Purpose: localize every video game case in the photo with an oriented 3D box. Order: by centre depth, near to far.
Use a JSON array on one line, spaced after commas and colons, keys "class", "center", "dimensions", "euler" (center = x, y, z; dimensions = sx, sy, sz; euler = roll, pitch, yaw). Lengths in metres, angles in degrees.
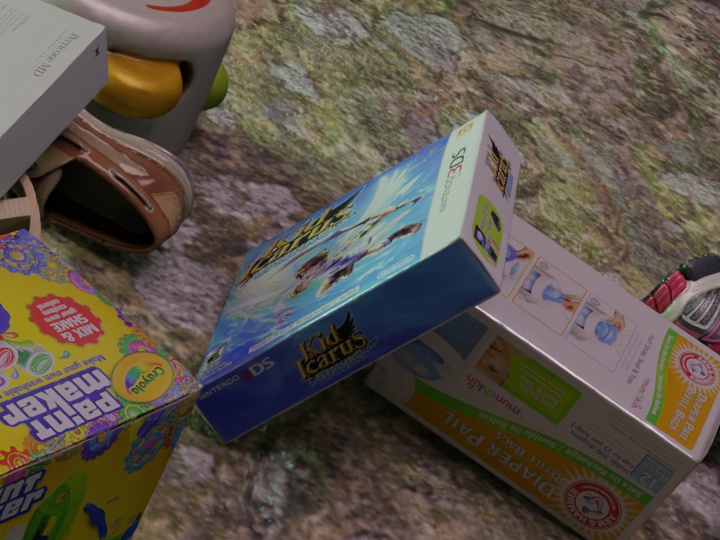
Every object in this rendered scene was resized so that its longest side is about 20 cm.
[{"class": "video game case", "center": [0.000, 0.000, 1.130], "dimensions": [0.046, 0.199, 0.182], "euler": [53, 23, -17]}]

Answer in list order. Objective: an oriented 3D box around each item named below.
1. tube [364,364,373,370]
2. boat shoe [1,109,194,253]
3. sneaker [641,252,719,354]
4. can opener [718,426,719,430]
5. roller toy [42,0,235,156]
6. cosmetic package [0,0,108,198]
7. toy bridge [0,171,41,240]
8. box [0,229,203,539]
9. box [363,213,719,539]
[{"class": "tube", "center": [0.030, 0.012, 1.291], "dimensions": [0.058, 0.052, 0.201], "euler": [-13, 39, 8]}, {"class": "boat shoe", "center": [-0.204, -0.070, 1.191], "dimensions": [0.199, 0.076, 0.072], "euler": [21, 35, -4]}, {"class": "sneaker", "center": [0.301, 0.027, 1.480], "dimensions": [0.199, 0.081, 0.075], "euler": [-18, 66, -43]}, {"class": "can opener", "center": [0.296, 0.075, 1.298], "dimensions": [0.198, 0.067, 0.054], "euler": [-13, 83, -5]}, {"class": "roller toy", "center": [-0.186, -0.169, 1.295], "dimensions": [0.182, 0.140, 0.200], "euler": [30, 29, 5]}, {"class": "cosmetic package", "center": [-0.266, -0.099, 1.105], "dimensions": [0.150, 0.052, 0.200], "euler": [22, 50, 17]}, {"class": "toy bridge", "center": [-0.223, -0.026, 1.098], "dimensions": [0.067, 0.027, 0.201], "euler": [-9, 50, -13]}, {"class": "box", "center": [-0.198, 0.111, 0.779], "dimensions": [0.122, 0.193, 0.200], "euler": [39, 30, 20]}, {"class": "box", "center": [0.122, 0.068, 1.182], "dimensions": [0.199, 0.113, 0.101], "euler": [34, 41, 3]}]
